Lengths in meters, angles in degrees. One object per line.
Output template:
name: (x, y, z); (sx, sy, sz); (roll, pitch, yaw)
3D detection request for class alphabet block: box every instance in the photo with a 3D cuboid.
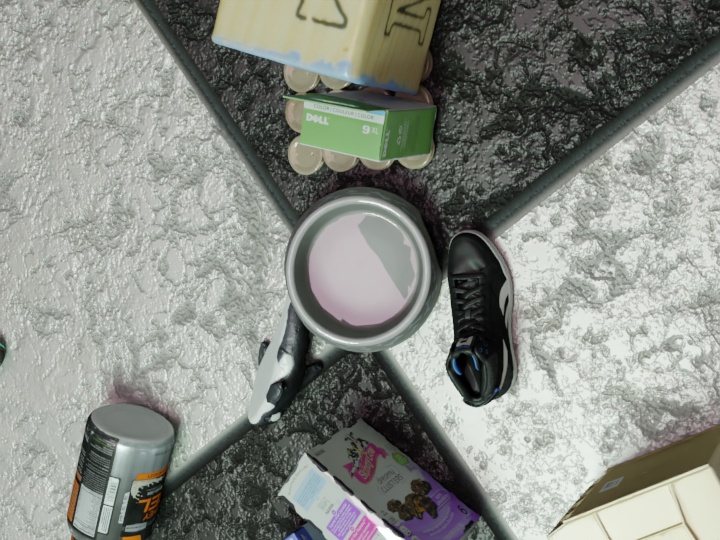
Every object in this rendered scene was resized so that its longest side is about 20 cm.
alphabet block: (-0.025, -0.323, 1.349); (0.193, 0.196, 0.203); (19, 101, 21)

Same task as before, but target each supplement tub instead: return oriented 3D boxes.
supplement tub: (-0.330, 0.295, 1.644); (0.121, 0.122, 0.203); (22, 108, 20)

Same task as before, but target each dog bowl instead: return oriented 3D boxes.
dog bowl: (0.000, 0.000, 1.445); (0.197, 0.059, 0.203); (0, 92, 6)

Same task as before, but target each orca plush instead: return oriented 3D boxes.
orca plush: (-0.084, 0.110, 1.547); (0.105, 0.070, 0.203); (-157, 79, -67)

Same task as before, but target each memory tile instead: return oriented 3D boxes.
memory tile: (-0.003, -0.198, 1.469); (0.197, 0.017, 0.156); (0, 98, 26)

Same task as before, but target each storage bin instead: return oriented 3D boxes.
storage bin: (0.323, 0.256, 1.288); (0.197, 0.199, 0.095); (-29, 85, 26)

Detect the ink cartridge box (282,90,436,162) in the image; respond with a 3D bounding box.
ink cartridge box: (0.000, -0.162, 1.352); (0.103, 0.199, 0.060); (15, 105, 23)

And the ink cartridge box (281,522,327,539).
ink cartridge box: (-0.081, 0.347, 1.492); (0.119, 0.200, 0.042); (-41, 82, 24)

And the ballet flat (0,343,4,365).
ballet flat: (-0.615, 0.120, 1.772); (0.197, 0.068, 0.069); (10, 70, 24)

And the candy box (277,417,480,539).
candy box: (0.025, 0.283, 1.450); (0.199, 0.167, 0.072); (38, 111, 14)

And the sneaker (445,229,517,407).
sneaker: (0.133, 0.057, 1.393); (0.072, 0.112, 0.203); (-11, 94, 25)
